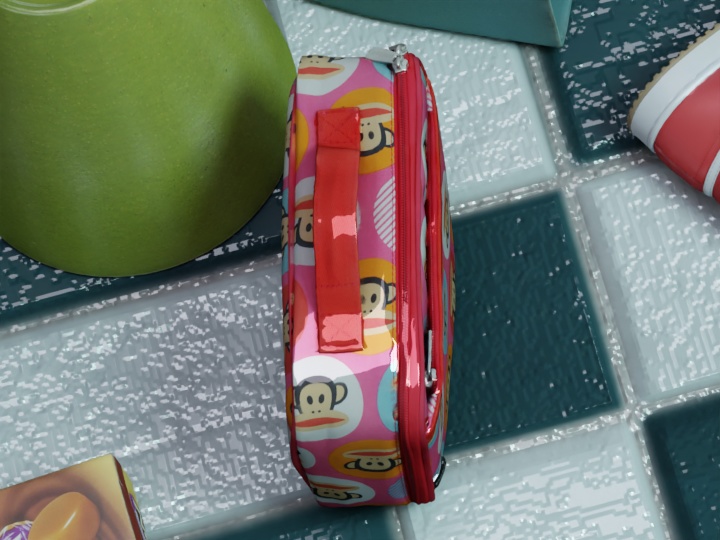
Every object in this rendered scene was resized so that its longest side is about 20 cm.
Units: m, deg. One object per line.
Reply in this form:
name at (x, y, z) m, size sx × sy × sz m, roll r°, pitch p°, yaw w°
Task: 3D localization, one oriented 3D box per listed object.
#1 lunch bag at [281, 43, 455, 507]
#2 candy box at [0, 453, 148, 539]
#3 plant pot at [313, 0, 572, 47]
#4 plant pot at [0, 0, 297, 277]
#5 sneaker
lunch bag at (0.000, 0.000, 1.178) m, size 0.081 × 0.176 × 0.201 m, roll -2°, pitch 68°, yaw 5°
candy box at (-0.192, 0.177, 1.192) m, size 0.199 × 0.057 × 0.117 m, roll -19°, pitch 68°, yaw -1°
plant pot at (0.009, -0.213, 1.288) m, size 0.199 × 0.141 × 0.142 m, roll 5°, pitch 68°, yaw 15°
plant pot at (-0.134, -0.120, 1.226) m, size 0.186 × 0.200 × 0.188 m, roll -2°, pitch 68°, yaw 5°
sneaker at (0.243, -0.101, 1.252) m, size 0.200 × 0.071 × 0.113 m, roll -41°, pitch 66°, yaw -3°
